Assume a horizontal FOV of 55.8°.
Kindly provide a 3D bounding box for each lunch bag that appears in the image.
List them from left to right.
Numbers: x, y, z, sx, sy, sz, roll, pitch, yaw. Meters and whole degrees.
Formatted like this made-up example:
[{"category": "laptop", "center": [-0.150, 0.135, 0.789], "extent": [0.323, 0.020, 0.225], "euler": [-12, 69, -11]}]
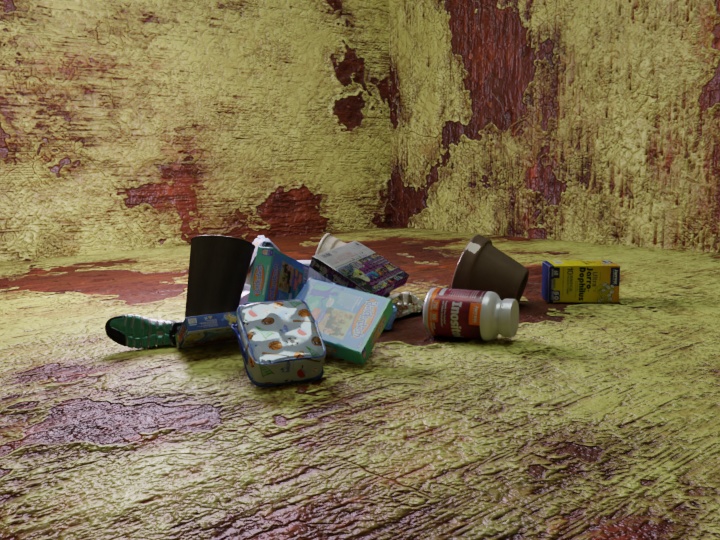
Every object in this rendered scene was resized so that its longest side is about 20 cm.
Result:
[{"category": "lunch bag", "center": [-0.280, 0.005, 1.947], "extent": [0.127, 0.200, 0.170], "euler": [-3, 10, -17]}, {"category": "lunch bag", "center": [-0.160, 0.134, 1.302], "extent": [0.160, 0.076, 0.200], "euler": [-6, 35, -20]}]

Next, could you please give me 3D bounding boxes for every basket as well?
[{"category": "basket", "center": [-0.340, 0.032, 1.601], "extent": [0.180, 0.200, 0.136], "euler": [-5, -17, 41]}]

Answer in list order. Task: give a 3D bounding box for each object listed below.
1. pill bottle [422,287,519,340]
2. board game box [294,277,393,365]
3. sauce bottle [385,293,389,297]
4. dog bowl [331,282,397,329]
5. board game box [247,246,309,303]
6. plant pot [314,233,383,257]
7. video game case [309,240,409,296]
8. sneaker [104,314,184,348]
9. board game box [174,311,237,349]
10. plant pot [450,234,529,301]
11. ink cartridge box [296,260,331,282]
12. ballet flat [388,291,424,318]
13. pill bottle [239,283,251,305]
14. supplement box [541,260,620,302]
[{"category": "pill bottle", "center": [0.252, 0.100, 1.548], "extent": [0.200, 0.113, 0.113], "euler": [3, 9, 26]}, {"category": "board game box", "center": [-0.052, 0.102, 1.426], "extent": [0.200, 0.045, 0.152], "euler": [15, 51, 24]}, {"category": "sauce bottle", "center": [0.052, 0.070, 1.895], "extent": [0.066, 0.066, 0.200], "euler": [0, -5, 4]}, {"category": "dog bowl", "center": [0.010, 0.070, 1.686], "extent": [0.200, 0.050, 0.111], "euler": [38, 17, 31]}, {"category": "board game box", "center": [-0.196, 0.041, 1.640], "extent": [0.045, 0.152, 0.200], "euler": [5, -11, 21]}, {"category": "plant pot", "center": [-0.031, 0.002, 2.049], "extent": [0.183, 0.201, 0.200], "euler": [12, 11, 13]}, {"category": "video game case", "center": [0.000, 0.000, 1.694], "extent": [0.181, 0.036, 0.200], "euler": [32, 28, 20]}, {"category": "sneaker", "center": [-0.476, 0.142, 1.551], "extent": [0.200, 0.075, 0.088], "euler": [8, -4, -13]}, {"category": "board game box", "center": [-0.296, 0.127, 1.498], "extent": [0.200, 0.035, 0.135], "euler": [-6, -19, -26]}, {"category": "plant pot", "center": [0.373, 0.020, 1.910], "extent": [0.174, 0.201, 0.200], "euler": [21, 17, 21]}, {"category": "ink cartridge box", "center": [-0.085, 0.047, 1.830], "extent": [0.200, 0.145, 0.084], "euler": [0, 8, 4]}, {"category": "ballet flat", "center": [0.112, 0.090, 1.799], "extent": [0.076, 0.064, 0.200], "euler": [4, 10, 37]}, {"category": "pill bottle", "center": [-0.326, 0.084, 1.732], "extent": [0.112, 0.112, 0.200], "euler": [-8, 12, -39]}, {"category": "supplement box", "center": [0.634, 0.031, 1.967], "extent": [0.200, 0.109, 0.110], "euler": [-1, 8, 5]}]
